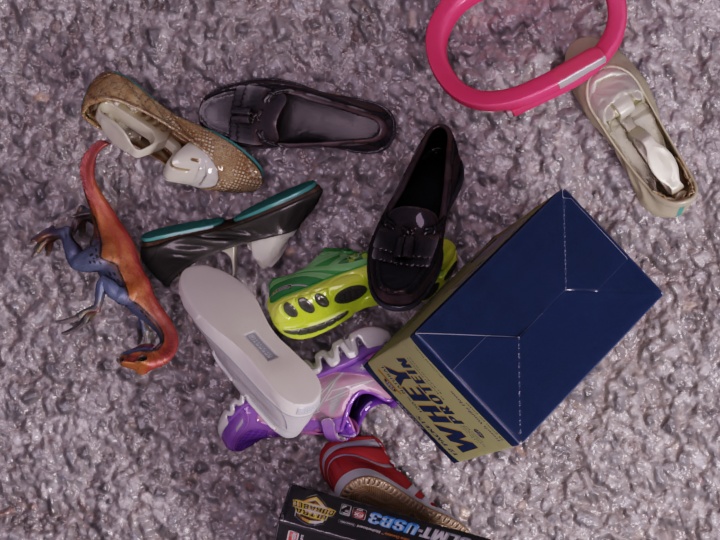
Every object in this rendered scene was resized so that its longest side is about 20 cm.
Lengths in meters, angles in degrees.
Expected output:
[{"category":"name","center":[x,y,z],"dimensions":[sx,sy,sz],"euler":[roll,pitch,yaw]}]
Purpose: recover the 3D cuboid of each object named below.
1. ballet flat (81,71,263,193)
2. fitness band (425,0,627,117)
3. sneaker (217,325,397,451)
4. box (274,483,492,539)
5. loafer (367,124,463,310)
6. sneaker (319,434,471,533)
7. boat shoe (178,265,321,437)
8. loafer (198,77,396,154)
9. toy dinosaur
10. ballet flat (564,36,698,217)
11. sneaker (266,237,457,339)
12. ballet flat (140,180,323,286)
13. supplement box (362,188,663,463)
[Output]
[{"category":"ballet flat","center":[-0.192,-0.122,1.502],"dimensions":[0.200,0.065,0.071],"euler":[30,139,6]},{"category":"fitness band","center":[0.161,-0.234,1.470],"dimensions":[0.200,0.037,0.144],"euler":[-27,73,6]},{"category":"sneaker","center":[-0.045,0.136,1.501],"dimensions":[0.200,0.080,0.089],"euler":[-28,72,6]},{"category":"box","center":[0.010,0.296,1.476],"dimensions":[0.198,0.200,0.050],"euler":[15,53,1]},{"category":"loafer","center":[0.051,-0.055,1.434],"dimensions":[0.072,0.063,0.200],"euler":[11,52,12]},{"category":"sneaker","center":[0.038,0.237,1.529],"dimensions":[0.071,0.112,0.200],"euler":[-46,121,4]},{"category":"boat shoe","center":[-0.112,0.078,1.461],"dimensions":[0.200,0.072,0.069],"euler":[43,133,22]},{"category":"loafer","center":[-0.065,-0.152,1.496],"dimensions":[0.200,0.063,0.072],"euler":[6,95,3]},{"category":"toy dinosaur","center":[-0.240,0.008,1.472],"dimensions":[0.181,0.105,0.200],"euler":[34,127,27]},{"category":"ballet flat","center":[0.266,-0.142,1.473],"dimensions":[0.069,0.069,0.200],"euler":[-32,92,6]},{"category":"sneaker","center":[0.000,0.000,1.496],"dimensions":[0.200,0.084,0.074],"euler":[-17,132,-12]},{"category":"ballet flat","center":[-0.122,-0.031,1.515],"dimensions":[0.200,0.068,0.068],"euler":[-16,104,15]},{"category":"supplement box","center":[0.135,0.057,1.404],"dimensions":[0.200,0.200,0.134],"euler":[-43,90,-17]}]
